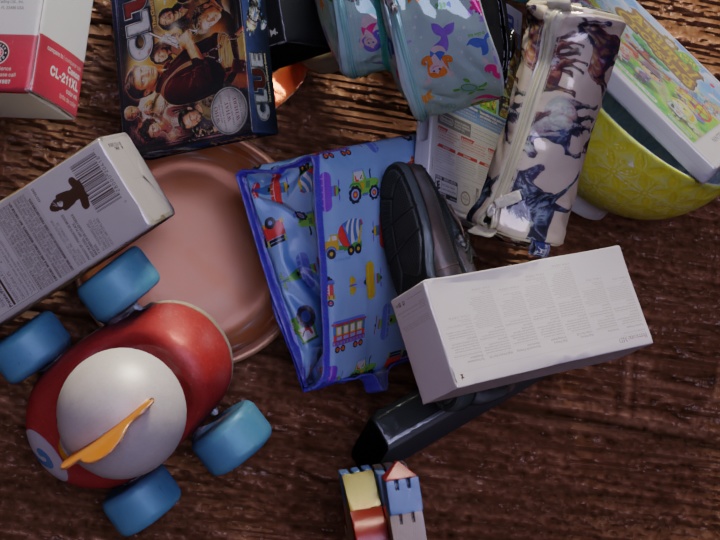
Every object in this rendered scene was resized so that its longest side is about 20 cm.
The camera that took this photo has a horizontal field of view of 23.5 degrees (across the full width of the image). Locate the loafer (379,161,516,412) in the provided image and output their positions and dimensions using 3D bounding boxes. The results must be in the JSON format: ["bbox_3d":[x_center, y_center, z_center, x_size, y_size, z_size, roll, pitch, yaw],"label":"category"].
[{"bbox_3d":[0.067,0.010,1.340,0.062,0.072,0.201,-6,73,-27],"label":"loafer"}]

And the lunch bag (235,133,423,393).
[{"bbox_3d":[0.000,0.000,1.407,0.150,0.094,0.202,-15,95,-47],"label":"lunch bag"}]

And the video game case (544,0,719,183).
[{"bbox_3d":[0.247,-0.168,1.462,0.200,0.182,0.022,46,119,8],"label":"video game case"}]

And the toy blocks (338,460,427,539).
[{"bbox_3d":[0.020,0.210,1.336,0.099,0.200,0.138,-9,91,-6],"label":"toy blocks"}]

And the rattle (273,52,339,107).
[{"bbox_3d":[-0.004,-0.210,1.486,0.130,0.143,0.201,31,95,20],"label":"rattle"}]

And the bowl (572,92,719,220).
[{"bbox_3d":[0.211,-0.107,1.471,0.200,0.200,0.108,37,119,-6],"label":"bowl"}]

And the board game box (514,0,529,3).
[{"bbox_3d":[0.164,-0.327,1.452,0.047,0.200,0.152,8,80,-12],"label":"board game box"}]

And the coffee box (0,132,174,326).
[{"bbox_3d":[-0.252,-0.019,1.326,0.199,0.114,0.080,-32,93,7],"label":"coffee box"}]

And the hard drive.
[{"bbox_3d":[0.089,0.098,1.408,0.199,0.140,0.033,-28,78,-15],"label":"hard drive"}]

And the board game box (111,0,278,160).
[{"bbox_3d":[-0.135,-0.196,1.361,0.035,0.135,0.202,-1,84,-54],"label":"board game box"}]

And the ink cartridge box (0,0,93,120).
[{"bbox_3d":[-0.288,-0.228,1.363,0.145,0.083,0.202,4,80,20],"label":"ink cartridge box"}]

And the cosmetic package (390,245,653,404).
[{"bbox_3d":[0.122,0.039,1.293,0.199,0.051,0.083,-9,74,-36],"label":"cosmetic package"}]

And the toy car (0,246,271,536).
[{"bbox_3d":[-0.187,0.110,1.290,0.176,0.200,0.185,-34,96,12],"label":"toy car"}]

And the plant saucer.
[{"bbox_3d":[-0.140,-0.017,1.423,0.199,0.037,0.202,2,82,-14],"label":"plant saucer"}]

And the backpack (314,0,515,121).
[{"bbox_3d":[0.040,-0.213,1.316,0.150,0.178,0.201,-20,97,2],"label":"backpack"}]

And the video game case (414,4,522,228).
[{"bbox_3d":[0.092,-0.140,1.458,0.143,0.018,0.202,17,75,-55],"label":"video game case"}]

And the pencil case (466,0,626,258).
[{"bbox_3d":[0.143,-0.115,1.339,0.077,0.089,0.201,20,102,22],"label":"pencil case"}]

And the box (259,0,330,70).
[{"bbox_3d":[-0.106,-0.262,1.406,0.079,0.140,0.202,-2,82,-52],"label":"box"}]
